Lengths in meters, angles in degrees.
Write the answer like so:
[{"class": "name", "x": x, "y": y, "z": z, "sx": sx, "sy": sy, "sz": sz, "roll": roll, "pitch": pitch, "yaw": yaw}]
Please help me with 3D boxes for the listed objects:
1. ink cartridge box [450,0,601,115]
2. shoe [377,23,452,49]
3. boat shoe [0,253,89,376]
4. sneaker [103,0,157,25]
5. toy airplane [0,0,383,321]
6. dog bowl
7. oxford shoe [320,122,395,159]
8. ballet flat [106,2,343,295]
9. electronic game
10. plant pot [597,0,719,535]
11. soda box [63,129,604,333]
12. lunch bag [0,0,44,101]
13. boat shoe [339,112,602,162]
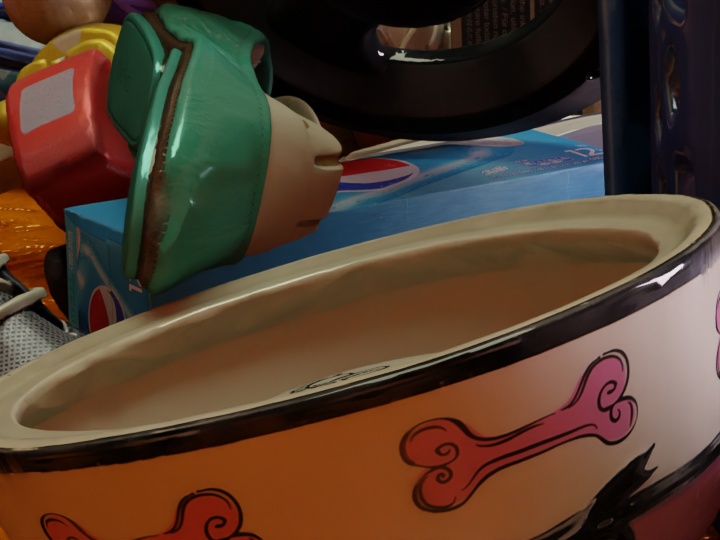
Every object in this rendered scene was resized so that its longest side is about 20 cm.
[{"class": "ink cartridge box", "x": 0.117, "y": -0.116, "z": 1.072, "sx": 0.075, "sy": 0.165, "sz": 0.200, "roll": 7, "pitch": 18, "yaw": 30}, {"class": "shoe", "x": 0.042, "y": -0.103, "z": 1.069, "sx": 0.053, "sy": 0.070, "sz": 0.200, "roll": -2, "pitch": -19, "yaw": 26}, {"class": "boat shoe", "x": -0.133, "y": 0.012, "z": 0.762, "sx": 0.200, "sy": 0.093, "sz": 0.075, "roll": 8, "pitch": 18, "yaw": 33}, {"class": "sneaker", "x": -0.090, "y": -0.156, "z": 0.966, "sx": 0.083, "sy": 0.200, "sz": 0.081, "roll": 29, "pitch": 68, "yaw": 18}, {"class": "toy airplane", "x": -0.096, "y": -0.071, "z": 0.967, "sx": 0.200, "sy": 0.141, "sz": 0.199, "roll": -30, "pitch": 9, "yaw": -34}, {"class": "dog bowl", "x": 0.002, "y": 0.043, "z": 0.601, "sx": 0.200, "sy": 0.074, "sz": 0.200, "roll": -16, "pitch": 9, "yaw": 3}, {"class": "oxford shoe", "x": -0.033, "y": -0.104, "z": 1.069, "sx": 0.075, "sy": 0.200, "sz": 0.070, "roll": -3, "pitch": 53, "yaw": 20}, {"class": "ballet flat", "x": -0.041, "y": -0.042, "z": 0.756, "sx": 0.070, "sy": 0.067, "sz": 0.200, "roll": 11, "pitch": 17, "yaw": -11}, {"class": "electronic game", "x": 0.014, "y": -0.118, "z": 0.814, "sx": 0.200, "sy": 0.200, "sz": 0.042, "roll": 2, "pitch": 48, "yaw": 12}, {"class": "plant pot", "x": 0.174, "y": -0.032, "z": 0.717, "sx": 0.200, "sy": 0.200, "sz": 0.180, "roll": -6, "pitch": 9, "yaw": -13}, {"class": "soda box", "x": 0.000, "y": 0.000, "z": 0.840, "sx": 0.200, "sy": 0.068, "sz": 0.064, "roll": -11, "pitch": 18, "yaw": -31}, {"class": "lunch bag", "x": -0.139, "y": -0.099, "z": 1.198, "sx": 0.161, "sy": 0.083, "sz": 0.200, "roll": -16, "pitch": 20, "yaw": -36}, {"class": "boat shoe", "x": 0.074, "y": -0.029, "z": 0.950, "sx": 0.200, "sy": 0.072, "sz": 0.066, "roll": -9, "pitch": 20, "yaw": 3}]
